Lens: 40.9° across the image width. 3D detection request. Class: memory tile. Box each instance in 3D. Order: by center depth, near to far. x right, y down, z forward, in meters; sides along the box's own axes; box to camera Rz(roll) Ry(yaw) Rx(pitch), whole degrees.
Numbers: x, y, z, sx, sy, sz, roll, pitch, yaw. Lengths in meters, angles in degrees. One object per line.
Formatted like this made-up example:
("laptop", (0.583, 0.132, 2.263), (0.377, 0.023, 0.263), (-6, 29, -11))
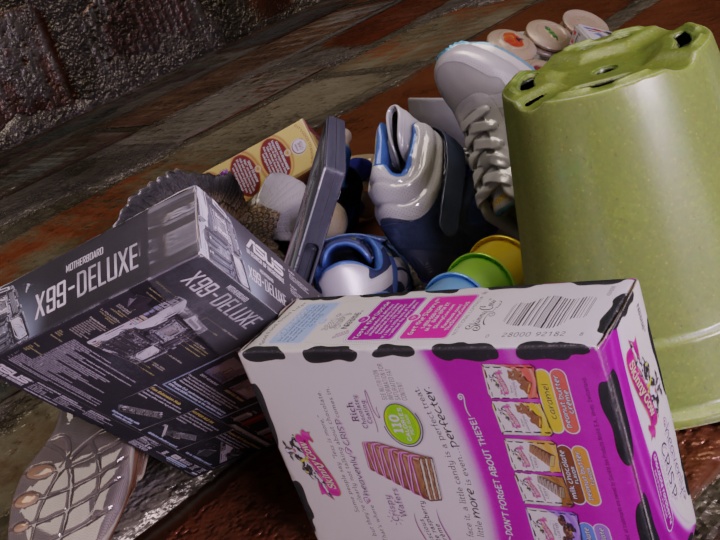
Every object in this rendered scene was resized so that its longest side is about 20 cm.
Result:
("memory tile", (0.223, -0.176, 0.907), (0.152, 0.017, 0.200), (-17, 55, -30))

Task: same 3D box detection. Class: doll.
("doll", (-0.019, -0.069, 0.932), (0.048, 0.138, 0.200), (11, 18, 8))

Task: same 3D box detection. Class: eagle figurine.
("eagle figurine", (-0.130, -0.014, 0.873), (0.150, 0.152, 0.200), (13, 13, 0))

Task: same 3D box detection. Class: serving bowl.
("serving bowl", (0.146, -0.143, 0.986), (0.198, 0.067, 0.200), (1, 9, 0))

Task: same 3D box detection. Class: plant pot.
("plant pot", (0.167, -0.038, 0.585), (0.198, 0.191, 0.200), (-19, 21, 8))

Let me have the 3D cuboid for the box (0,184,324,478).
("box", (-0.101, 0.049, 0.585), (0.157, 0.200, 0.050), (-25, 51, 19))

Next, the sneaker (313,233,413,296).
("sneaker", (0.000, 0.000, 0.797), (0.073, 0.083, 0.200), (-20, 19, 6))

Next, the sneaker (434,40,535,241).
("sneaker", (0.119, -0.089, 0.750), (0.081, 0.201, 0.076), (-35, -3, -31))

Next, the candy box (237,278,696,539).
("candy box", (0.050, 0.081, 0.480), (0.199, 0.137, 0.061), (-4, 26, 35))

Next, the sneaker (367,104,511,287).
("sneaker", (0.081, -0.093, 0.812), (0.080, 0.147, 0.200), (-1, 40, 46))

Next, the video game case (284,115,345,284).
("video game case", (-0.046, -0.002, 0.720), (0.019, 0.202, 0.143), (14, 21, -7))

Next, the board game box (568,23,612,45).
("board game box", (0.252, -0.163, 0.817), (0.125, 0.035, 0.200), (13, 23, -2))

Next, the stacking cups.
("stacking cups", (0.059, 0.036, 0.646), (0.060, 0.061, 0.200), (-6, 17, 33))

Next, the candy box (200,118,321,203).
("candy box", (-0.120, -0.078, 1.025), (0.199, 0.057, 0.117), (-29, -12, 9))

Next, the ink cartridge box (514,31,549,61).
("ink cartridge box", (0.216, -0.220, 1.039), (0.198, 0.068, 0.116), (-2, 12, -19))

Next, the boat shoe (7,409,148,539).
("boat shoe", (-0.176, 0.135, 0.654), (0.075, 0.072, 0.201), (0, 44, 9))
